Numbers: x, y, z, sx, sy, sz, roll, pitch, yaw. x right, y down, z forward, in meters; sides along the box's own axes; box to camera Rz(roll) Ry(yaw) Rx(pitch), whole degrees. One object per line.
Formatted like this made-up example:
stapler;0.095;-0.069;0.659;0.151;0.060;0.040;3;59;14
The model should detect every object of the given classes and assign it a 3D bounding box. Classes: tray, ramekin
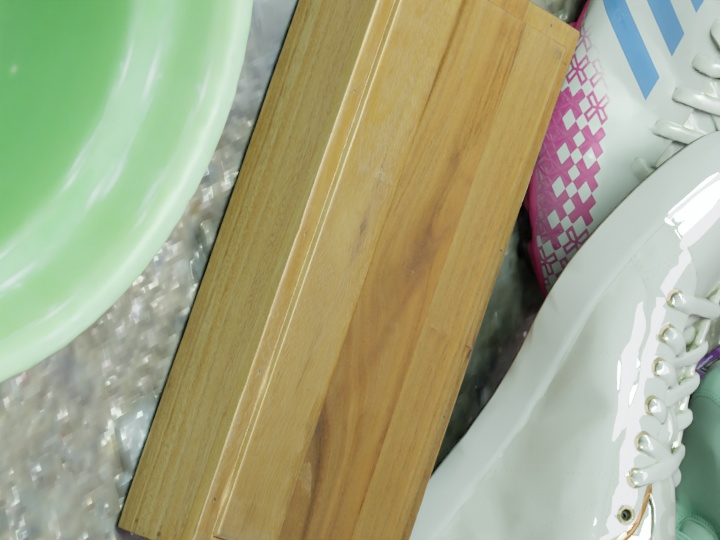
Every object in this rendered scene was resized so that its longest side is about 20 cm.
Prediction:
tray;0.000;0.000;0.871;0.098;0.037;0.201;24;84;-48
ramekin;-0.128;-0.075;0.663;0.199;0.097;0.201;-16;113;-43

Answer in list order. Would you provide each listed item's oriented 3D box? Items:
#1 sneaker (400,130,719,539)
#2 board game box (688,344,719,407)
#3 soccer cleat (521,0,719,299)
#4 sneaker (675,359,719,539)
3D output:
sneaker;0.088;0.053;0.901;0.201;0.085;0.073;-57;155;11
board game box;0.150;0.126;1.078;0.120;0.032;0.201;-35;125;-41
soccer cleat;0.112;-0.072;0.933;0.070;0.086;0.201;8;96;-48
sneaker;0.097;0.128;0.968;0.118;0.074;0.202;0;103;-23
